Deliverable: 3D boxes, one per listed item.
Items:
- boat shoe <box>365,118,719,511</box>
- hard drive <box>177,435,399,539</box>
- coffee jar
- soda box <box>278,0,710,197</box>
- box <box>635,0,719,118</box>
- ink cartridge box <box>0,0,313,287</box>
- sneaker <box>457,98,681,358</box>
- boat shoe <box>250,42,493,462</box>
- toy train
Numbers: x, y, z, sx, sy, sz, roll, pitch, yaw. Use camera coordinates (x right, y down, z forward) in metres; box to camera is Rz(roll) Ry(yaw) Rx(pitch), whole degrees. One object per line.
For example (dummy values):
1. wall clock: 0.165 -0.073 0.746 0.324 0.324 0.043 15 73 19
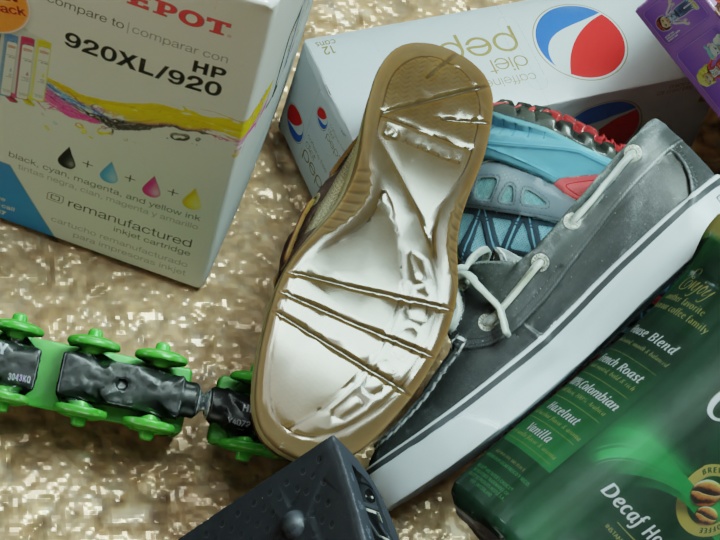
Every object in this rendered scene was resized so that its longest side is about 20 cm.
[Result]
1. boat shoe: 0.067 0.018 1.046 0.199 0.074 0.068 -43 83 12
2. hard drive: -0.024 0.178 0.932 0.042 0.135 0.200 23 43 -41
3. coffee jar: 0.138 0.057 0.981 0.200 0.085 0.104 -46 109 -5
4. soda box: 0.068 -0.081 1.169 0.200 0.068 0.064 -13 59 -22
5. box: 0.228 -0.077 1.115 0.200 0.039 0.137 51 49 -4
6. ink cartridge box: -0.098 -0.123 1.073 0.147 0.200 0.145 20 53 0
7. sneaker: 0.131 0.004 1.107 0.200 0.096 0.079 28 11 7
8. boat shoe: 0.000 0.000 1.037 0.072 0.072 0.200 22 61 -9
9. toy train: -0.097 0.050 1.041 0.200 0.056 0.042 12 81 -8
